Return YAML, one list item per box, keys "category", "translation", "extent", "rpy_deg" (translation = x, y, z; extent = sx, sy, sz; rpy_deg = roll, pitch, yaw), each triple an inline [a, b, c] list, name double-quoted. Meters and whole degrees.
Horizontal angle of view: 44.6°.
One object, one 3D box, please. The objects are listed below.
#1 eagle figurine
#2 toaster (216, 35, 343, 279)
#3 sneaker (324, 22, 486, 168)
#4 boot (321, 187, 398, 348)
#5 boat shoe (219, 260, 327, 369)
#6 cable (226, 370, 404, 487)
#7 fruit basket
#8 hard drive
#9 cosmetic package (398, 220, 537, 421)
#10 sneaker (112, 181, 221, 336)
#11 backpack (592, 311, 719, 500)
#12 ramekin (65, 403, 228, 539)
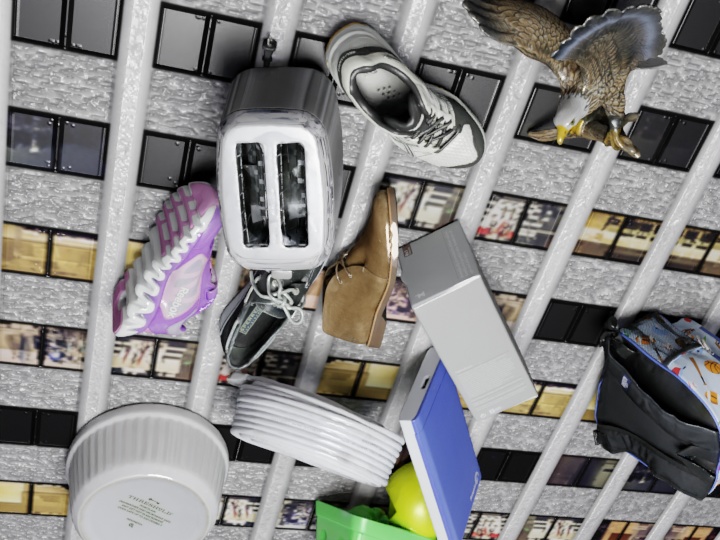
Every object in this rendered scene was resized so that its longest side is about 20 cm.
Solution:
- category: "eagle figurine"
  translation: [0.196, -0.184, 0.784]
  extent: [0.149, 0.153, 0.201]
  rpy_deg: [-20, 135, 18]
- category: "toaster"
  translation: [-0.072, -0.096, 0.798]
  extent: [0.111, 0.130, 0.204]
  rpy_deg: [1, 120, 0]
- category: "sneaker"
  translation: [0.047, -0.143, 0.827]
  extent: [0.198, 0.088, 0.076]
  rpy_deg: [30, 114, -29]
- category: "boot"
  translation: [0.000, 0.000, 0.937]
  extent: [0.074, 0.074, 0.203]
  rpy_deg: [8, 126, -4]
- category: "boat shoe"
  translation: [-0.090, 0.023, 0.932]
  extent: [0.073, 0.069, 0.200]
  rpy_deg: [30, 115, -28]
- category: "cable"
  translation: [-0.050, 0.185, 0.992]
  extent: [0.198, 0.199, 0.070]
  rpy_deg: [30, 73, -31]
- category: "fruit basket"
  translation: [0.055, 0.331, 1.163]
  extent: [0.212, 0.155, 0.221]
  rpy_deg: [2, 86, -29]
- category: "hard drive"
  translation: [0.099, 0.214, 1.049]
  extent: [0.025, 0.132, 0.203]
  rpy_deg: [-4, 120, 25]
- category: "cosmetic package"
  translation: [0.118, 0.059, 0.975]
  extent: [0.089, 0.108, 0.202]
  rpy_deg: [-22, 128, 7]
- category: "sneaker"
  translation: [-0.179, -0.003, 0.898]
  extent: [0.087, 0.081, 0.201]
  rpy_deg: [20, 125, -30]
- category: "backpack"
  translation: [0.383, 0.165, 1.048]
  extent: [0.152, 0.191, 0.203]
  rpy_deg: [-20, 129, -15]
- category: "ramekin"
  translation: [-0.258, 0.266, 1.061]
  extent: [0.198, 0.095, 0.205]
  rpy_deg: [-5, 127, -6]
